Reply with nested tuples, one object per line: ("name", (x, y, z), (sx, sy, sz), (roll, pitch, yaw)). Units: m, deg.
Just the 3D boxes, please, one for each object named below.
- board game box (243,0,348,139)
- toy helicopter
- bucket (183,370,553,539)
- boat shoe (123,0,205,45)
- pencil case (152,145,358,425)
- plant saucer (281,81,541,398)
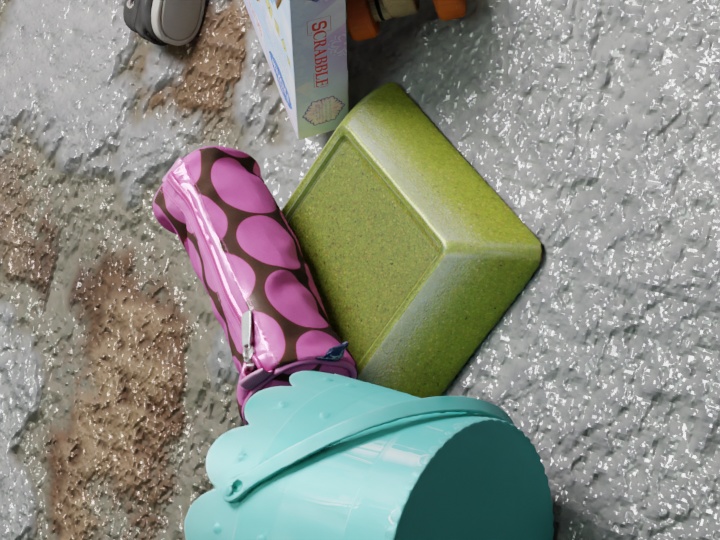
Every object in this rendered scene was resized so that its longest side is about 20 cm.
("board game box", (-0.057, -0.227, 1.261), (0.200, 0.041, 0.200), (90, 162, -58))
("toy helicopter", (0.014, -0.261, 1.239), (0.079, 0.132, 0.200), (-11, 51, 12))
("bucket", (0.012, 0.161, 1.082), (0.135, 0.207, 0.207), (8, 85, 36))
("boat shoe", (-0.141, -0.273, 1.422), (0.057, 0.067, 0.200), (18, 96, 40))
("pencil case", (-0.073, 0.008, 1.203), (0.091, 0.094, 0.200), (-47, 51, 24))
("plant saucer", (0.000, 0.000, 1.233), (0.200, 0.048, 0.200), (-55, 49, 20))
